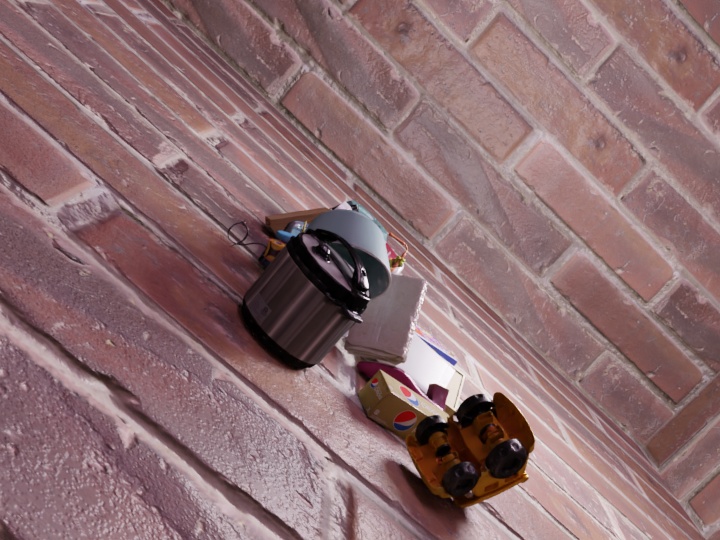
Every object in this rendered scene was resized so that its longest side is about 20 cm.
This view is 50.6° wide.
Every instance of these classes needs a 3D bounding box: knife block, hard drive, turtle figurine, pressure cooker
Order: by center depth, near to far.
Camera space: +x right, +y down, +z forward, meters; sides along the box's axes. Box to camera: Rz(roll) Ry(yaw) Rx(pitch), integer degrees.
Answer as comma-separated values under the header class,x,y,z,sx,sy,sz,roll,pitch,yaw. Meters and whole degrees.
class,x,y,z,sx,sy,sz,roll,pitch,yaw
pressure cooker,-0.077,0.038,1.255,0.175,0.201,0.179,40,11,-5
hard drive,0.099,0.179,1.582,0.199,0.027,0.132,41,35,3
turtle figurine,0.000,0.000,1.616,0.196,0.165,0.064,6,-13,-12
knife block,-0.098,-0.118,1.769,0.199,0.177,0.064,38,-4,-21

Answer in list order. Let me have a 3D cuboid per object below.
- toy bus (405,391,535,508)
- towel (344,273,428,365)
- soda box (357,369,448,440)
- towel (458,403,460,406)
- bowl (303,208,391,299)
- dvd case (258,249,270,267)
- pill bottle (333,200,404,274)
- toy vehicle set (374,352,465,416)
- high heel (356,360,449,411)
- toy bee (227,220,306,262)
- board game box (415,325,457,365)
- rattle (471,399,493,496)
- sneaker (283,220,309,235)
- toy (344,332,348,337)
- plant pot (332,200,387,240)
class,x,y,z,sx,sy,sz,roll,pitch,yaw
toy bus,0.187,0.332,1.296,0.136,0.197,0.194,-124,-162,-46
towel,0.051,0.089,1.509,0.130,0.202,0.035,11,-35,15
soda box,0.090,0.262,1.378,0.199,0.064,0.068,36,13,-32
towel,0.150,0.255,1.718,0.199,0.031,0.150,33,18,-51
bowl,-0.031,-0.038,1.419,0.200,0.199,0.107,36,52,-31
dvd case,-0.125,0.022,1.599,0.199,0.018,0.143,42,12,-8
pill bottle,-0.003,-0.050,1.704,0.201,0.113,0.113,50,11,-3
toy vehicle set,0.129,0.210,1.622,0.199,0.027,0.125,37,34,-3
high heel,0.075,0.243,1.462,0.197,0.098,0.067,21,-16,-6
toy bee,-0.146,-0.026,1.474,0.196,0.134,0.109,-8,23,-24
board game box,0.134,0.168,1.859,0.199,0.045,0.134,35,6,-40
rattle,0.236,0.336,1.453,0.132,0.141,0.200,64,9,9
sneaker,-0.085,-0.031,1.651,0.200,0.080,0.095,48,-14,-27
toy,-0.069,0.071,1.495,0.113,0.048,0.201,18,32,-1
plant pot,-0.027,-0.075,1.920,0.200,0.161,0.201,42,12,-11
